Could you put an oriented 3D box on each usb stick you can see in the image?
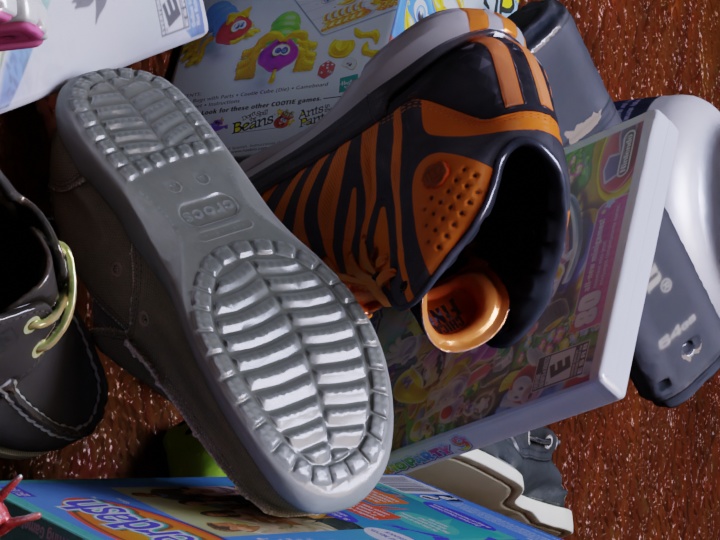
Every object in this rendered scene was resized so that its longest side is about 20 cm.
[{"bbox_3d":[0.107,-0.028,1.280,0.055,0.033,0.200,-45,122,-27],"label":"usb stick"}]

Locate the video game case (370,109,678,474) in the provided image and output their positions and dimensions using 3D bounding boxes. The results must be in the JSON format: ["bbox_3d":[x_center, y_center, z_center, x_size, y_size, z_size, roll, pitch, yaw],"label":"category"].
[{"bbox_3d":[0.039,0.021,1.217,0.018,0.200,0.143,41,46,-29],"label":"video game case"}]

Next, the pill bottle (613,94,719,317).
[{"bbox_3d":[0.119,-0.024,1.386,0.111,0.199,0.111,24,63,-61],"label":"pill bottle"}]

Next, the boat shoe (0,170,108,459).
[{"bbox_3d":[-0.135,0.003,1.011,0.201,0.060,0.072,53,39,-47],"label":"boat shoe"}]

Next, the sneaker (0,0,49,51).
[{"bbox_3d":[-0.171,-0.130,0.953,0.200,0.074,0.088,19,61,-60],"label":"sneaker"}]

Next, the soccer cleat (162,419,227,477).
[{"bbox_3d":[-0.018,0.140,1.196,0.200,0.067,0.081,63,-9,-25],"label":"soccer cleat"}]

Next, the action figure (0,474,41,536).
[{"bbox_3d":[-0.125,0.149,0.928,0.200,0.099,0.065,59,24,-5],"label":"action figure"}]

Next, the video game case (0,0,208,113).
[{"bbox_3d":[-0.124,-0.171,1.114,0.182,0.022,0.201,-31,113,-62],"label":"video game case"}]

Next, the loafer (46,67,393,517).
[{"bbox_3d":[-0.055,0.015,1.077,0.075,0.070,0.200,-10,55,-34],"label":"loafer"}]

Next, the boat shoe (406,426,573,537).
[{"bbox_3d":[0.053,0.080,1.374,0.199,0.074,0.066,29,57,-60],"label":"boat shoe"}]

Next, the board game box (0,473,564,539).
[{"bbox_3d":[-0.020,0.111,1.037,0.200,0.152,0.045,3,99,-37],"label":"board game box"}]

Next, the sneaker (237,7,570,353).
[{"bbox_3d":[0.000,0.000,1.105,0.077,0.200,0.112,20,36,-37],"label":"sneaker"}]

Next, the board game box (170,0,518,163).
[{"bbox_3d":[-0.004,-0.096,1.253,0.103,0.105,0.200,56,38,-45],"label":"board game box"}]
